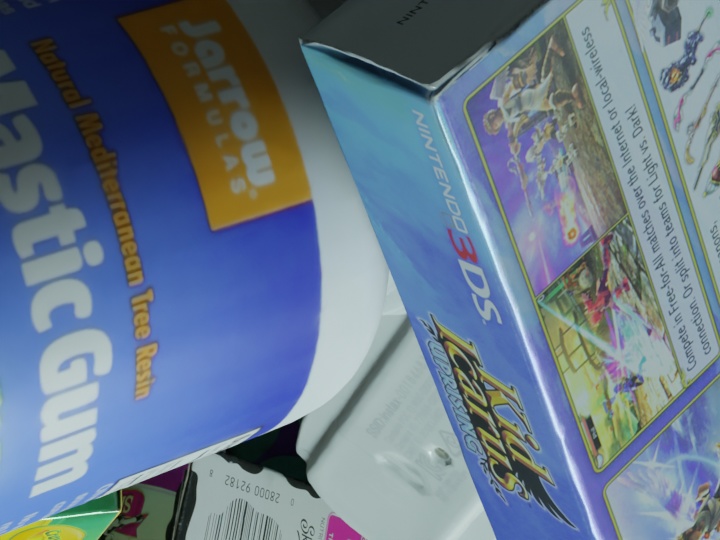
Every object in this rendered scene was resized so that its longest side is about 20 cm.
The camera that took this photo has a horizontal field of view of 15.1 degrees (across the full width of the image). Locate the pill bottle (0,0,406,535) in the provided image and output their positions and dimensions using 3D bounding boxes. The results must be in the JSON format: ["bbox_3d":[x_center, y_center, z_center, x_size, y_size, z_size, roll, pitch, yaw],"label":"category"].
[{"bbox_3d":[-0.064,-0.009,0.563,0.199,0.113,0.112,-20,169,-31],"label":"pill bottle"}]

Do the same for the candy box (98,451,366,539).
[{"bbox_3d":[-0.052,0.111,1.007,0.136,0.061,0.199,1,165,40],"label":"candy box"}]

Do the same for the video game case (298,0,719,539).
[{"bbox_3d":[0.091,-0.020,0.593,0.181,0.201,0.045,-42,-139,-24],"label":"video game case"}]

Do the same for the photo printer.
[{"bbox_3d":[0.074,-0.030,0.733,0.200,0.069,0.167,-52,177,-33],"label":"photo printer"}]

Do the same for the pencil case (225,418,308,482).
[{"bbox_3d":[0.038,0.020,1.068,0.199,0.086,0.092,-28,154,19],"label":"pencil case"}]

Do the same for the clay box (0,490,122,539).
[{"bbox_3d":[-0.154,0.072,0.823,0.198,0.048,0.115,-5,165,-16],"label":"clay box"}]
